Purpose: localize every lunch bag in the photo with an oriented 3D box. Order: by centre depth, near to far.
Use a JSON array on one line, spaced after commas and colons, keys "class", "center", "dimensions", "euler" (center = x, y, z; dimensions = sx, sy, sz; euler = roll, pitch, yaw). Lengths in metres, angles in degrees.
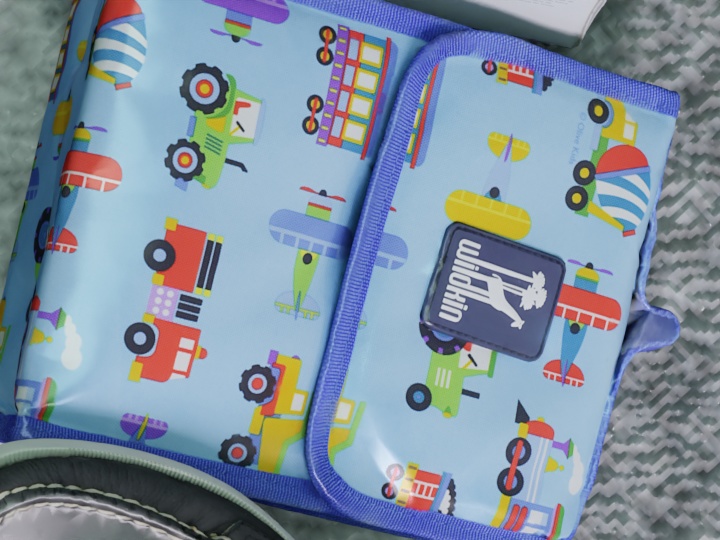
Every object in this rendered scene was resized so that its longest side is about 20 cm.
[{"class": "lunch bag", "center": [0.000, 0.000, 0.882], "dimensions": [0.199, 0.094, 0.151], "euler": [14, 85, -14]}]

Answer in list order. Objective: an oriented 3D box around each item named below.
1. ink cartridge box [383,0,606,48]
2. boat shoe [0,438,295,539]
[{"class": "ink cartridge box", "center": [-0.009, -0.179, 0.875], "dimensions": [0.199, 0.084, 0.176], "euler": [11, 79, -3]}, {"class": "boat shoe", "center": [-0.028, 0.115, 0.808], "dimensions": [0.200, 0.060, 0.074], "euler": [37, 92, -20]}]
